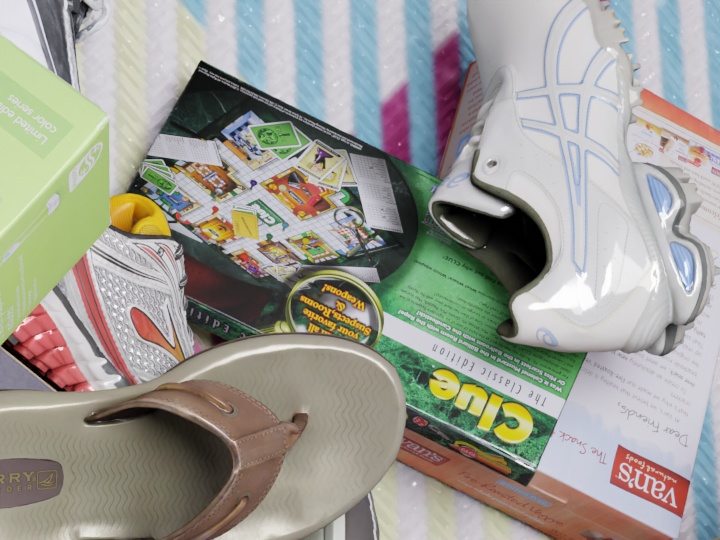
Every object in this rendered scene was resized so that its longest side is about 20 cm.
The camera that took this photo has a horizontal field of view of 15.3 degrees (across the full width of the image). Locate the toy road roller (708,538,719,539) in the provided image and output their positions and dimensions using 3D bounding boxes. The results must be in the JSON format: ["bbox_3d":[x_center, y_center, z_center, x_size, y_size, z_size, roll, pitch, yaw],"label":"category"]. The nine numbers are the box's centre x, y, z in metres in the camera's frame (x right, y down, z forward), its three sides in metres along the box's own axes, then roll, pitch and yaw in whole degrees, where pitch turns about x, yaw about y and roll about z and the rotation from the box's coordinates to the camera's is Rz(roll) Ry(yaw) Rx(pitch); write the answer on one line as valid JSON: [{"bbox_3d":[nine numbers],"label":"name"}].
[{"bbox_3d":[0.145,0.168,1.083,0.199,0.146,0.123,-7,76,-3],"label":"toy road roller"}]

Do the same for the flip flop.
[{"bbox_3d":[-0.072,0.069,0.954,0.199,0.058,0.081,-4,97,-25],"label":"flip flop"}]

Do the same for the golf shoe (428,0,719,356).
[{"bbox_3d":[0.069,-0.052,1.096,0.097,0.078,0.200,-8,52,-21],"label":"golf shoe"}]

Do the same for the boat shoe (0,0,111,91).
[{"bbox_3d":[-0.131,-0.121,1.074,0.068,0.074,0.200,-13,72,-21],"label":"boat shoe"}]

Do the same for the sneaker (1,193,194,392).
[{"bbox_3d":[-0.087,0.020,1.018,0.082,0.078,0.200,-50,129,-13],"label":"sneaker"}]

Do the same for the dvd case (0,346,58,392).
[{"bbox_3d":[-0.139,0.116,0.972,0.200,0.016,0.149,41,82,-24],"label":"dvd case"}]

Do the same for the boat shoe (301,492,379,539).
[{"bbox_3d":[-0.015,0.174,1.055,0.060,0.072,0.202,15,73,-33],"label":"boat shoe"}]

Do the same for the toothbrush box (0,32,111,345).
[{"bbox_3d":[-0.199,-0.006,0.889,0.145,0.086,0.200,35,66,11],"label":"toothbrush box"}]

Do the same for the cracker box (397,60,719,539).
[{"bbox_3d":[0.092,0.010,1.184,0.134,0.058,0.200,28,60,-20],"label":"cracker box"}]

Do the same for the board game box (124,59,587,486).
[{"bbox_3d":[0.000,0.000,1.104,0.200,0.023,0.105,27,60,2],"label":"board game box"}]
